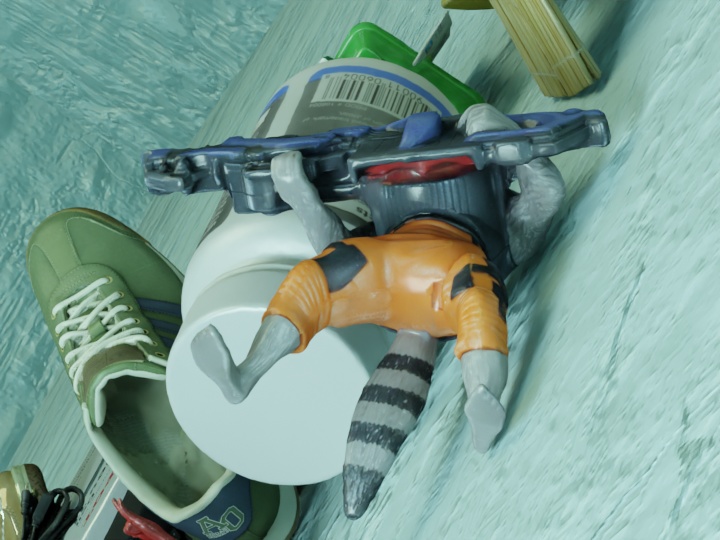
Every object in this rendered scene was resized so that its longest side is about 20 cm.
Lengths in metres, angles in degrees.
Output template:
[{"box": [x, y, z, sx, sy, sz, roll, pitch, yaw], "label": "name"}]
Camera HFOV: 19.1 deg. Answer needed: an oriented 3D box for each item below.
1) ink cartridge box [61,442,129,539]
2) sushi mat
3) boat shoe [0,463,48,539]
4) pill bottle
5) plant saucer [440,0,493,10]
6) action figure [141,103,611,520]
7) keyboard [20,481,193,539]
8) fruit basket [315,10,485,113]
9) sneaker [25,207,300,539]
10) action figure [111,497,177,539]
[{"box": [-0.092, 0.102, 1.136, 0.147, 0.083, 0.200, -60, 10, -8], "label": "ink cartridge box"}, {"box": [0.046, -0.166, 0.973, 0.012, 0.201, 0.096, -33, 8, -7], "label": "sushi mat"}, {"box": [-0.197, 0.197, 1.148, 0.072, 0.075, 0.202, -117, 25, -62], "label": "boat shoe"}, {"box": [-0.017, -0.002, 0.981, 0.114, 0.113, 0.201, -51, 11, 36], "label": "pill bottle"}, {"box": [0.131, -0.226, 1.141, 0.201, 0.048, 0.200, -60, 9, -8], "label": "plant saucer"}, {"box": [0.000, 0.000, 0.856, 0.194, 0.198, 0.105, -58, -39, -53], "label": "action figure"}, {"box": [-0.120, 0.172, 0.941, 0.021, 0.127, 0.201, -27, 27, 34], "label": "keyboard"}, {"box": [-0.004, -0.063, 1.196, 0.186, 0.093, 0.200, -58, 6, 4], "label": "fruit basket"}, {"box": [-0.103, 0.044, 0.995, 0.067, 0.201, 0.090, -38, -19, 7], "label": "sneaker"}, {"box": [-0.067, 0.142, 0.843, 0.066, 0.099, 0.200, -58, 6, -13], "label": "action figure"}]
